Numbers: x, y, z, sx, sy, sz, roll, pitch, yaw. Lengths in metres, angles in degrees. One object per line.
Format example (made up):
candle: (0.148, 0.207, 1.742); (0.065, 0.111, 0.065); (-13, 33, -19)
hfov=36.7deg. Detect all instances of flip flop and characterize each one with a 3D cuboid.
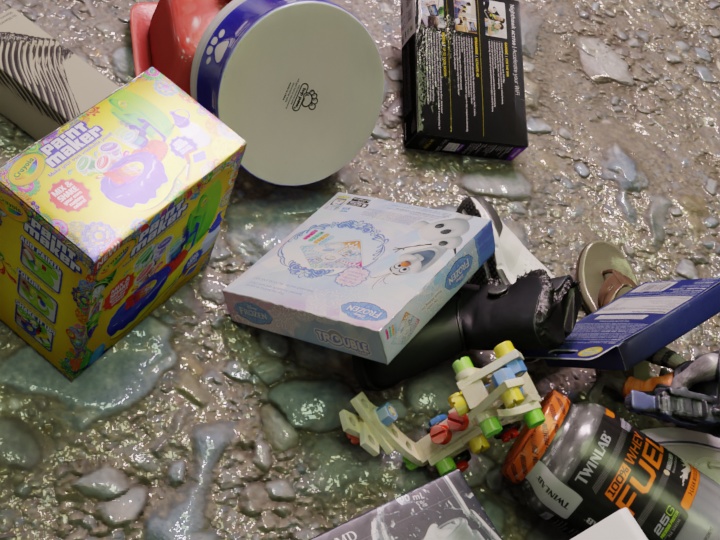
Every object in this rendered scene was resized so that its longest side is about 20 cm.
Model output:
flip flop: (0.292, 0.048, 1.216); (0.080, 0.058, 0.202); (11, 52, -13)

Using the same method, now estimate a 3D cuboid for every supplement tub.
supplement tub: (0.242, 0.209, 1.036); (0.199, 0.123, 0.123); (33, 50, 5)

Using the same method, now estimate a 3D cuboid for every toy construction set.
toy construction set: (0.084, 0.137, 1.005); (0.131, 0.199, 0.093); (14, 59, -57)

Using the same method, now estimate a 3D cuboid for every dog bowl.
dog bowl: (-0.076, -0.195, 1.156); (0.198, 0.202, 0.079); (-9, 28, -27)

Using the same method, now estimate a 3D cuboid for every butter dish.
butter dish: (-0.149, -0.267, 1.221); (0.198, 0.148, 0.201); (1, 56, -21)

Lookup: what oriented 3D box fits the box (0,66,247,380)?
box: (-0.228, -0.043, 0.994); (0.122, 0.193, 0.200); (38, 51, 9)

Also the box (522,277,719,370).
box: (0.270, 0.060, 1.107); (0.199, 0.121, 0.033); (-24, 99, -27)

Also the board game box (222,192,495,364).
board game box: (0.000, 0.000, 1.082); (0.199, 0.044, 0.199); (13, 39, 36)

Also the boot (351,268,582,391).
boot: (0.108, 0.055, 1.057); (0.199, 0.167, 0.077); (-28, 107, -46)

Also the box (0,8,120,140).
box: (-0.321, -0.183, 1.142); (0.199, 0.069, 0.082); (35, 50, 7)

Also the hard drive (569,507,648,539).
hard drive: (0.222, 0.318, 0.908); (0.131, 0.026, 0.201); (-31, 54, 1)

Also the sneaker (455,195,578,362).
sneaker: (0.167, 0.005, 1.198); (0.079, 0.074, 0.201); (-14, 69, -33)

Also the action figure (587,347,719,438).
action figure: (0.313, 0.106, 1.055); (0.198, 0.193, 0.106); (16, 75, -33)

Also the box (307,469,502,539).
box: (0.038, 0.304, 0.888); (0.199, 0.124, 0.197); (-18, 61, -31)

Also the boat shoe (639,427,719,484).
boat shoe: (0.352, 0.214, 1.113); (0.198, 0.071, 0.070); (14, 50, -18)

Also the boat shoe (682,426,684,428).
boat shoe: (0.440, 0.172, 1.176); (0.198, 0.071, 0.071); (5, 45, -7)

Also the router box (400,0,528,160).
router box: (0.126, -0.243, 1.335); (0.147, 0.051, 0.202); (5, 73, -18)
